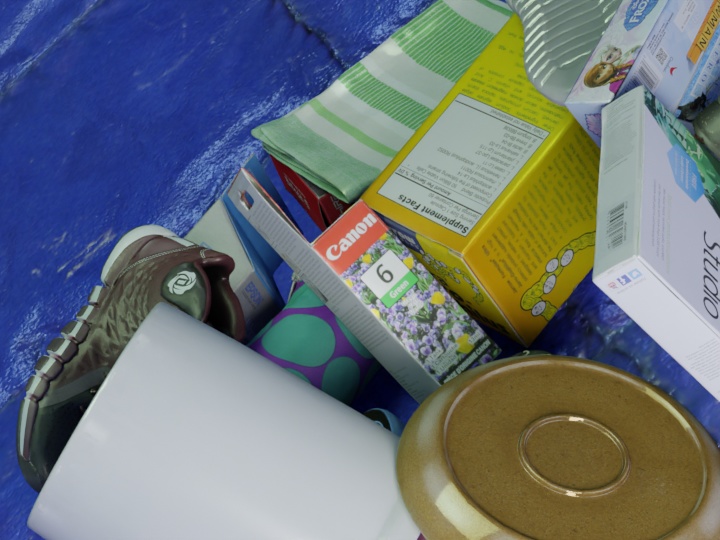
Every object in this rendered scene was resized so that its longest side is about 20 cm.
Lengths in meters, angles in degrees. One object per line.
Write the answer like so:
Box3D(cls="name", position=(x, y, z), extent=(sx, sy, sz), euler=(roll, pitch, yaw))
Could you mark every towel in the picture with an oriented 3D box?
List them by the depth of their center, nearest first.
Box3D(cls="towel", position=(0.035, -0.128, 1.733), extent=(0.200, 0.023, 0.152), euler=(-35, 32, -14))

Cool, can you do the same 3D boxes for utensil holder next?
Box3D(cls="utensil holder", position=(-0.074, 0.136, 1.461), extent=(0.170, 0.200, 0.170), euler=(-60, 0, 1))

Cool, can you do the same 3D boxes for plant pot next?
Box3D(cls="plant pot", position=(0.121, 0.113, 1.411), extent=(0.199, 0.028, 0.200), euler=(6, 40, -5))

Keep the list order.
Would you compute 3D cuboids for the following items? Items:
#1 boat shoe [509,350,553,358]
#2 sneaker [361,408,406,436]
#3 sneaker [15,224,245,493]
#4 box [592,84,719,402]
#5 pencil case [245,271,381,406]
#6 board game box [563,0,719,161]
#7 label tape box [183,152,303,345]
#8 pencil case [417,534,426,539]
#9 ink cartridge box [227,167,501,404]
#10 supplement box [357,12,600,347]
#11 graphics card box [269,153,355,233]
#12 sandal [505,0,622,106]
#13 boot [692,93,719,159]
Box3D(cls="boat shoe", position=(0.058, 0.125, 1.570), extent=(0.200, 0.069, 0.057), euler=(-39, 12, 5))
Box3D(cls="sneaker", position=(-0.032, 0.163, 1.605), extent=(0.070, 0.078, 0.200), euler=(-7, 47, 45))
Box3D(cls="sneaker", position=(-0.144, 0.063, 1.625), extent=(0.115, 0.076, 0.201), euler=(10, 69, 42))
Box3D(cls="box", position=(0.207, 0.007, 1.395), extent=(0.036, 0.200, 0.145), euler=(-28, 35, 31))
Box3D(cls="pencil case", position=(-0.045, 0.064, 1.684), extent=(0.092, 0.085, 0.200), euler=(24, 43, 17))
Box3D(cls="board game box", position=(0.231, -0.113, 1.513), extent=(0.041, 0.200, 0.200), euler=(2, 53, 48))
Box3D(cls="label tape box", position=(-0.100, 0.036, 1.765), extent=(0.063, 0.144, 0.200), euler=(35, 79, 25))
Box3D(cls="pencil case", position=(0.056, 0.191, 1.468), extent=(0.200, 0.083, 0.087), euler=(-59, -2, -23))
Box3D(cls="ink cartridge box", position=(0.000, 0.000, 1.618), extent=(0.050, 0.200, 0.109), euler=(-43, 0, -11))
Box3D(cls="supplement box", position=(0.114, -0.070, 1.626), extent=(0.200, 0.110, 0.109), euler=(-50, 45, -12))
Box3D(cls="graphics card box", position=(0.041, -0.103, 1.763), extent=(0.200, 0.051, 0.125), euler=(-29, 29, -6))
Box3D(cls="sandal", position=(0.142, -0.154, 1.561), extent=(0.082, 0.050, 0.203), euler=(-34, 29, 14))
Box3D(cls="boot", position=(0.295, -0.067, 1.397), extent=(0.131, 0.200, 0.068), euler=(-47, -14, 14))
